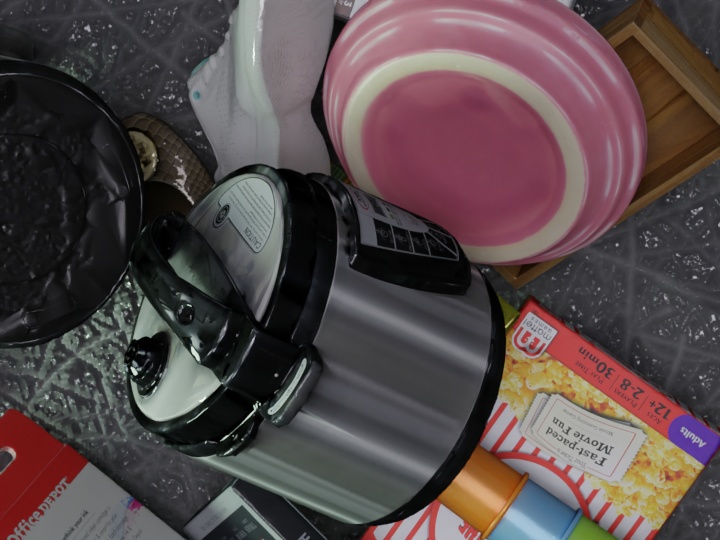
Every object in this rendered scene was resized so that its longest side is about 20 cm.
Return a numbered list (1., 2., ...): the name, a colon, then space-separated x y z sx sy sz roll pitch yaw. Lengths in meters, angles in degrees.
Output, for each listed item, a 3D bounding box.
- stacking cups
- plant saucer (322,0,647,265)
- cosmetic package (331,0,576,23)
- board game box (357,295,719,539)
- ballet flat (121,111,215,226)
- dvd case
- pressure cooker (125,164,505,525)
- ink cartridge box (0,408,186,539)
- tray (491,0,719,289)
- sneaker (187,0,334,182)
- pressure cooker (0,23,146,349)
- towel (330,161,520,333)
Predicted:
1. stacking cups: 0.104 0.156 1.306 0.200 0.061 0.061 35 96 2
2. plant saucer: 0.067 -0.078 1.269 0.200 0.051 0.201 13 132 15
3. cosmetic package: 0.040 -0.196 1.339 0.199 0.081 0.113 17 94 3
4. board game box: 0.112 0.141 1.367 0.151 0.046 0.200 34 96 2
5. ballet flat: -0.113 -0.005 1.374 0.067 0.046 0.201 -19 95 37
6. dvd case: -0.021 0.213 1.345 0.200 0.150 0.025 44 67 0
7. pressure cooker: -0.039 0.039 1.221 0.200 0.176 0.179 26 59 -28
8. ink cartridge box: -0.181 0.192 1.354 0.200 0.116 0.067 39 123 -1
9. tray: 0.132 -0.074 1.301 0.099 0.037 0.200 43 131 -13
10. sneaker: -0.069 -0.121 1.312 0.088 0.075 0.201 24 129 31
11. pressure cooker: -0.238 -0.052 1.321 0.176 0.200 0.179 -34 110 -17
12. towel: 0.000 0.000 1.360 0.200 0.018 0.086 39 98 18
